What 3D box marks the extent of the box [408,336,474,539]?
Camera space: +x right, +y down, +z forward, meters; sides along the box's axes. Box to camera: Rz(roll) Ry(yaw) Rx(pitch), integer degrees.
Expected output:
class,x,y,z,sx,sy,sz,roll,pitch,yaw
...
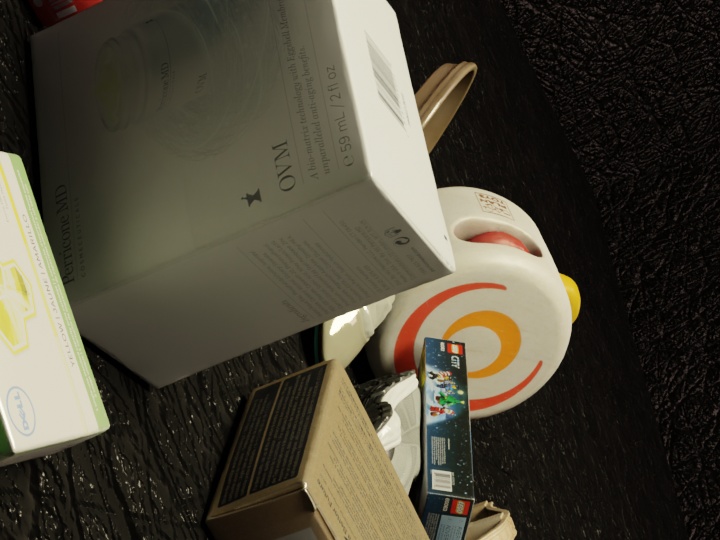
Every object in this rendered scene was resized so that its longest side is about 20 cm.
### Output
class,x,y,z,sx,sy,sz,roll,pitch,yaw
box,0.058,0.167,1.210,0.201,0.037,0.137,-87,-175,-57

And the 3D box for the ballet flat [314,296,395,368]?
class,x,y,z,sx,sy,sz,roll,pitch,yaw
ballet flat,0.000,0.000,1.244,0.070,0.069,0.201,54,31,-45

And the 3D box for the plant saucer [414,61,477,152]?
class,x,y,z,sx,sy,sz,roll,pitch,yaw
plant saucer,0.047,-0.122,1.462,0.029,0.201,0.200,34,14,6

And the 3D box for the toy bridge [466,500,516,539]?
class,x,y,z,sx,sy,sz,roll,pitch,yaw
toy bridge,0.107,0.241,1.360,0.027,0.067,0.200,68,15,0

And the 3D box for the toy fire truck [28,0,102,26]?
class,x,y,z,sx,sy,sz,roll,pitch,yaw
toy fire truck,-0.197,-0.255,0.979,0.200,0.048,0.142,-81,147,-61

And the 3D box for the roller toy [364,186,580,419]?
class,x,y,z,sx,sy,sz,roll,pitch,yaw
roller toy,0.089,0.025,1.337,0.140,0.199,0.183,-105,169,-55

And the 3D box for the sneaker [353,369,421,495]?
class,x,y,z,sx,sy,sz,roll,pitch,yaw
sneaker,0.013,0.131,1.153,0.200,0.073,0.080,-60,130,-75

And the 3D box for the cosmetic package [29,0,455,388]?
class,x,y,z,sx,sy,sz,roll,pitch,yaw
cosmetic package,-0.074,-0.070,0.870,0.123,0.199,0.201,44,28,-53

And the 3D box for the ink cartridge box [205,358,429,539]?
class,x,y,z,sx,sy,sz,roll,pitch,yaw
ink cartridge box,-0.014,0.186,0.985,0.165,0.075,0.201,-73,140,-65

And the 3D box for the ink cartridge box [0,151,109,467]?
class,x,y,z,sx,sy,sz,roll,pitch,yaw
ink cartridge box,-0.188,0.017,0.647,0.200,0.048,0.147,2,68,-77
